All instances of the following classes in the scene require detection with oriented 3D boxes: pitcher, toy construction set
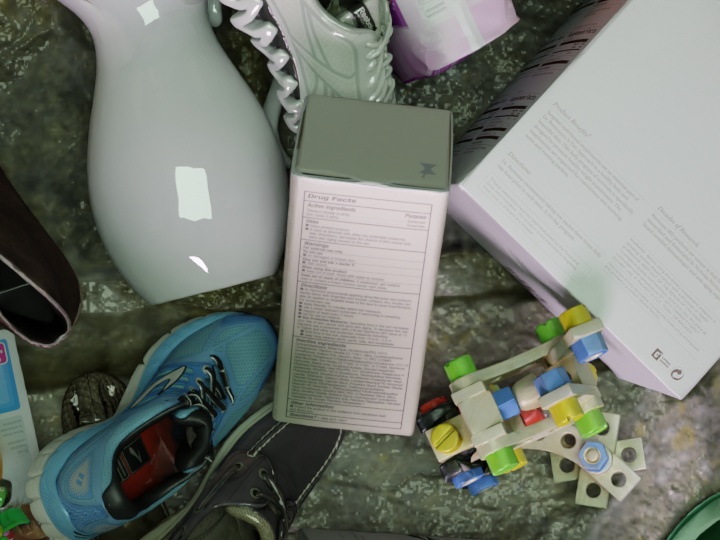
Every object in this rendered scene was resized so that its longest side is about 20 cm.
[{"bbox_3d":[-0.092,-0.091,1.195,0.171,0.121,0.201,-14,91,-30],"label":"pitcher"},{"bbox_3d":[0.108,0.092,1.207,0.131,0.200,0.092,-27,61,6],"label":"toy construction set"}]

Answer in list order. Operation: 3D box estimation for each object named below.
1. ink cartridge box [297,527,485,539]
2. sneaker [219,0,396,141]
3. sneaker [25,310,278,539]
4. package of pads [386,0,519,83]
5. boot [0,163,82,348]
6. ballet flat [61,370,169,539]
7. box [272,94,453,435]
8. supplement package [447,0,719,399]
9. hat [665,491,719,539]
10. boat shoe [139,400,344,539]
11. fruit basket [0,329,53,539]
[{"bbox_3d":[0.053,0.247,1.242,0.199,0.084,0.146,5,92,-9],"label":"ink cartridge box"},{"bbox_3d":[-0.012,-0.127,1.167,0.081,0.075,0.200,-9,130,31],"label":"sneaker"},{"bbox_3d":[-0.107,0.096,1.178,0.200,0.090,0.079,-46,116,-37],"label":"sneaker"},{"bbox_3d":[0.019,-0.219,1.193,0.075,0.120,0.201,-27,96,-6],"label":"package of pads"},{"bbox_3d":[-0.236,-0.039,1.141,0.072,0.166,0.200,-43,98,-4],"label":"boot"},{"bbox_3d":[-0.144,0.160,1.226,0.067,0.046,0.201,-15,95,-8],"label":"ballet flat"},{"bbox_3d":[0.000,0.000,1.165,0.094,0.078,0.201,8,131,-1],"label":"box"},{"bbox_3d":[0.179,-0.062,1.212,0.191,0.147,0.200,43,86,-8],"label":"supplement package"},{"bbox_3d":[0.290,0.222,1.229,0.165,0.176,0.200,36,88,-9],"label":"hat"},{"bbox_3d":[-0.074,0.155,1.206,0.200,0.065,0.072,-43,116,-22],"label":"boat shoe"},{"bbox_3d":[-0.282,0.150,1.183,0.184,0.094,0.201,-11,98,-8],"label":"fruit basket"}]
